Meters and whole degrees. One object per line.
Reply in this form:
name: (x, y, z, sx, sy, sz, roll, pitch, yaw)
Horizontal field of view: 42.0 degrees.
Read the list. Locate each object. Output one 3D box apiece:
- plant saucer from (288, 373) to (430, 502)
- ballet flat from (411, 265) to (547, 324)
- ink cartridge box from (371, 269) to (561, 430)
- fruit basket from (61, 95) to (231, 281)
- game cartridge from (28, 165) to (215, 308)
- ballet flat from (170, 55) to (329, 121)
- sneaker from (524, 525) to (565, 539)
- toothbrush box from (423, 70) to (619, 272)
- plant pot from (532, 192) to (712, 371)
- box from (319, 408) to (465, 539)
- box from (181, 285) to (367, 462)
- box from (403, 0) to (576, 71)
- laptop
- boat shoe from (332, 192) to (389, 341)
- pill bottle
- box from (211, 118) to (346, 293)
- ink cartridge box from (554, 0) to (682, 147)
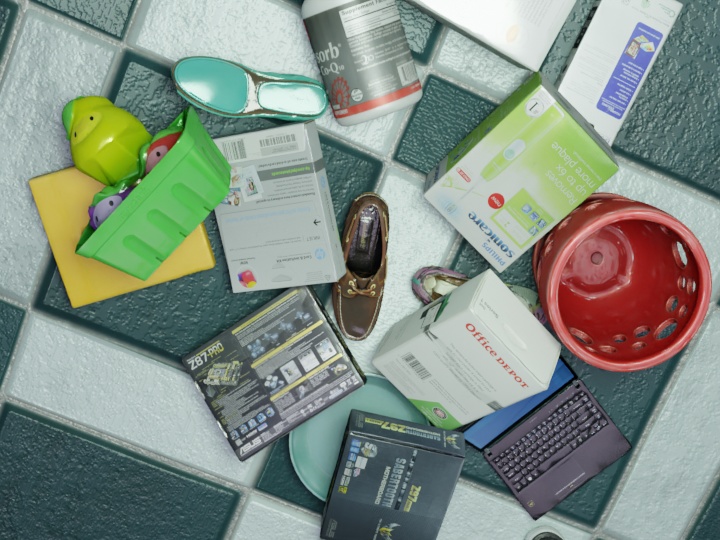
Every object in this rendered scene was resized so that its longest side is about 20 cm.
plant saucer: (0.000, 0.233, 1.301, 0.197, 0.036, 0.203, 0, 104, -2)
ballet flat: (0.163, 0.044, 1.244, 0.197, 0.071, 0.070, 17, 100, -7)
ink cartridge box: (0.135, 0.108, 1.199, 0.146, 0.085, 0.199, 45, 135, -12)
fruit basket: (-0.279, -0.123, 1.124, 0.212, 0.156, 0.218, -2, 115, -5)
game cartridge: (-0.308, -0.062, 1.222, 0.197, 0.032, 0.179, -16, 104, -1)
ballet flat: (-0.139, -0.219, 1.164, 0.197, 0.070, 0.068, 7, 92, -16)
sneaker: (0.297, 0.470, 1.330, 0.075, 0.114, 0.202, -27, 103, 5)
toothbrush box: (0.199, -0.123, 1.177, 0.146, 0.086, 0.200, 44, 114, -11)
plant pot: (0.313, 0.005, 1.183, 0.197, 0.183, 0.203, -1, 104, -3)
box: (0.040, 0.289, 1.248, 0.155, 0.051, 0.202, 13, 121, -4)
box: (-0.114, 0.133, 1.246, 0.199, 0.049, 0.162, -33, 88, 5)
box: (0.151, -0.345, 1.136, 0.198, 0.098, 0.125, 28, 101, -9)
laptop: (0.253, 0.232, 1.275, 0.177, 0.103, 0.201, -38, 95, 7)
boat shoe: (0.000, 0.000, 1.228, 0.069, 0.070, 0.203, 3, 105, -4)
pill bottle: (-0.006, -0.287, 1.134, 0.114, 0.116, 0.202, -18, 103, 2)
box: (-0.111, -0.079, 1.192, 0.154, 0.041, 0.203, -7, 103, 23)
ink cartridge box: (0.317, -0.265, 1.192, 0.098, 0.039, 0.202, 25, 100, -7)
